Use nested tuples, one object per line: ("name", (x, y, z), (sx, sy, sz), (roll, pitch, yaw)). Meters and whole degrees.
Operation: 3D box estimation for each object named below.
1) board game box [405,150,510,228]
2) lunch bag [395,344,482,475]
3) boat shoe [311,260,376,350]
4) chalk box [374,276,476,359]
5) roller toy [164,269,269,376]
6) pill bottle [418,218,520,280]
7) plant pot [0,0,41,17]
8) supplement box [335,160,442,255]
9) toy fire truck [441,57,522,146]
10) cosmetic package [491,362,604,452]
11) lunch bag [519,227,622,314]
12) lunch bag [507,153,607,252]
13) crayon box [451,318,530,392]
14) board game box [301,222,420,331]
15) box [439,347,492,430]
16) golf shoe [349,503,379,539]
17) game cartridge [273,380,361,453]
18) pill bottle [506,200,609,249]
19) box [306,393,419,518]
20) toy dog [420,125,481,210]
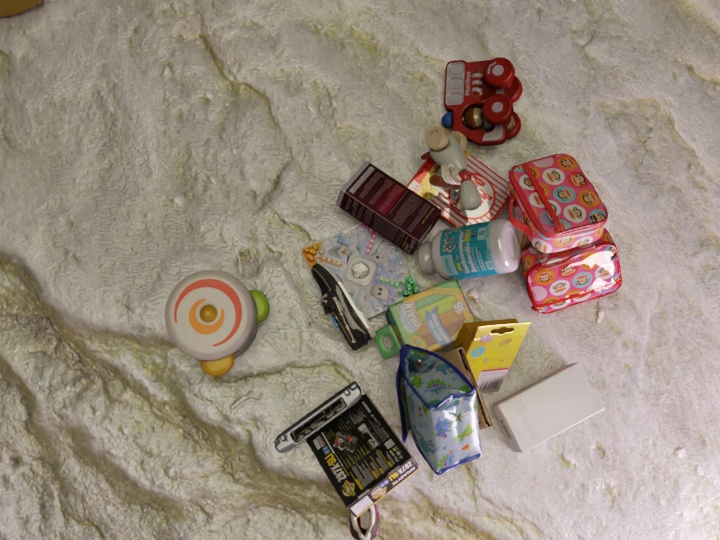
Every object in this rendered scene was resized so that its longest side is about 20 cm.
("board game box", (0.217, -0.173, 1.792), (0.200, 0.046, 0.152), (36, 81, 4))
("lunch bag", (0.133, 0.256, 1.565), (0.127, 0.200, 0.171), (-17, 121, -16))
("boat shoe", (-0.048, 0.072, 1.684), (0.060, 0.074, 0.200), (-34, 84, -14))
("chalk box", (0.126, 0.115, 1.699), (0.199, 0.124, 0.125), (-25, 81, -6))
("roller toy", (-0.304, 0.097, 1.679), (0.182, 0.140, 0.201), (31, 81, 4))
("pill bottle", (0.223, -0.039, 1.707), (0.199, 0.111, 0.112), (-10, 78, 31))
("plant pot", (-0.796, -0.669, 1.778), (0.199, 0.194, 0.197), (3, 80, -11))
("supplement box", (0.061, -0.134, 1.750), (0.199, 0.061, 0.109), (34, 56, 8))
("toy fire truck", (0.263, -0.371, 1.809), (0.167, 0.112, 0.201), (0, 78, 22))
("cosmetic package", (0.387, 0.283, 1.702), (0.199, 0.081, 0.113), (-25, 82, -7))
("lunch bag", (0.440, 0.009, 1.717), (0.199, 0.177, 0.082), (-18, 43, 7))
("lunch bag", (0.380, -0.133, 1.649), (0.175, 0.082, 0.201), (-15, 55, -9))
("crayon box", (0.249, 0.164, 1.649), (0.126, 0.201, 0.051), (-2, 42, -24))
("board game box", (0.000, 0.000, 1.752), (0.199, 0.026, 0.201), (-23, 74, -6))
("box", (0.164, 0.256, 1.650), (0.021, 0.200, 0.164), (-13, 79, -39))
("golf shoe", (0.006, 0.445, 1.657), (0.077, 0.088, 0.201), (-8, 78, -2))
("game cartridge", (-0.082, 0.295, 1.655), (0.199, 0.133, 0.042), (-35, 82, -2))
("pill bottle", (0.418, -0.100, 1.752), (0.198, 0.116, 0.117), (1, 80, -1))
("box", (0.001, 0.362, 1.629), (0.159, 0.049, 0.200), (-38, 43, -4))
("toy dog", (0.180, -0.209, 1.722), (0.132, 0.096, 0.201), (29, 43, -33))
